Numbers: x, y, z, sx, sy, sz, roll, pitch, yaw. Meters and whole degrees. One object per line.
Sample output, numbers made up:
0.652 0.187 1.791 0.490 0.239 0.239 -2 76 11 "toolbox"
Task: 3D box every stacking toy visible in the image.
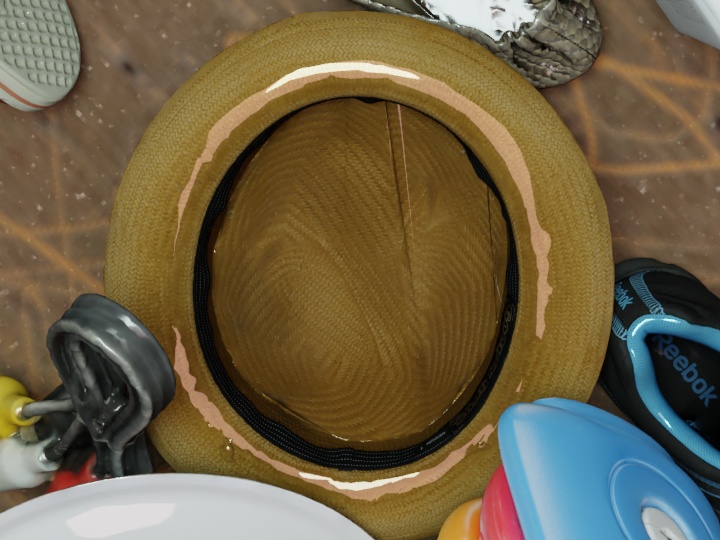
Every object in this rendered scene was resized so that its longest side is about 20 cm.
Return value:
0.037 0.147 0.901 0.116 0.110 0.200 28 124 -37 "stacking toy"

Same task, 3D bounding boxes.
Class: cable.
-0.100 0.065 0.910 0.050 0.200 0.097 -40 94 -18 "cable"

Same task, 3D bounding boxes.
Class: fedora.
0.000 0.000 0.944 0.201 0.082 0.201 0 102 2 "fedora"

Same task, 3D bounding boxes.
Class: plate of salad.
-0.079 0.140 0.953 0.200 0.048 0.200 -5 132 -5 "plate of salad"

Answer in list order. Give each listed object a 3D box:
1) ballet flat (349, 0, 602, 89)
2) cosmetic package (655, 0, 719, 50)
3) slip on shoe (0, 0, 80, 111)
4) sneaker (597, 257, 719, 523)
0.000 -0.125 0.946 0.200 0.046 0.067 29 96 -2 "ballet flat"
0.139 -0.187 0.856 0.167 0.200 0.166 -36 95 6 "cosmetic package"
-0.191 -0.126 0.950 0.200 0.074 0.061 36 132 -9 "slip on shoe"
0.157 0.082 0.949 0.200 0.082 0.073 43 95 -5 "sneaker"
